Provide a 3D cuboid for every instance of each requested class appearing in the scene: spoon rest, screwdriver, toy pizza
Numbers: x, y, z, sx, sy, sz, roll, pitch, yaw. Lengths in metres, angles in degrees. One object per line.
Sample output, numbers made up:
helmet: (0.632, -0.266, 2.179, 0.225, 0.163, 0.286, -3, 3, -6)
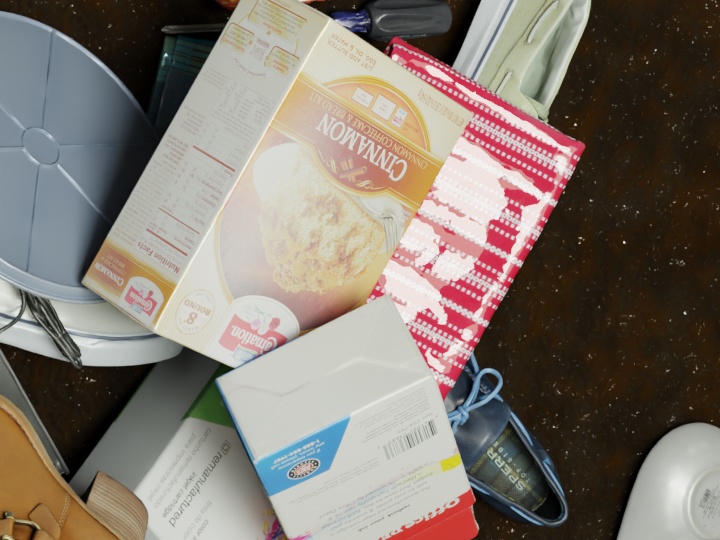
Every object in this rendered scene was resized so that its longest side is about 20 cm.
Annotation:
spoon rest: (0.218, 0.204, 1.675, 0.099, 0.061, 0.200, 37, 74, -29)
screwdriver: (-0.034, -0.159, 1.478, 0.199, 0.029, 0.028, -4, 107, -20)
toy pizza: (-0.196, -0.065, 1.363, 0.200, 0.201, 0.032, 28, 134, -28)

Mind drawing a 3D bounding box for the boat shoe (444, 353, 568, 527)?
boat shoe: (0.080, 0.101, 1.575, 0.200, 0.069, 0.084, 38, 87, -28)

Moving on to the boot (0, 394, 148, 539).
boot: (-0.220, 0.150, 1.309, 0.200, 0.155, 0.077, 34, 119, -9)

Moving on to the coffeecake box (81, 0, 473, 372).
coffeecake box: (-0.046, -0.043, 1.346, 0.153, 0.073, 0.200, 27, 93, -51)

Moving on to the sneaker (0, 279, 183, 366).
sneaker: (-0.194, 0.009, 1.420, 0.199, 0.073, 0.071, 11, 110, -25)

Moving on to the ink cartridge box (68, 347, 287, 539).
ink cartridge box: (-0.075, 0.160, 1.486, 0.200, 0.084, 0.145, 52, 55, -27)

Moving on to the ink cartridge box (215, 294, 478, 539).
ink cartridge box: (-0.003, 0.114, 1.389, 0.116, 0.067, 0.200, -26, 145, -5)

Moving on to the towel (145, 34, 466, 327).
towel: (-0.045, -0.055, 1.454, 0.199, 0.022, 0.147, 15, 95, -3)

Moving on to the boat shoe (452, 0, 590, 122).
boat shoe: (0.090, -0.105, 1.497, 0.072, 0.062, 0.201, 31, 76, -56)

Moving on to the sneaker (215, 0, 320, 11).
sneaker: (0.000, -0.207, 1.453, 0.199, 0.073, 0.078, -7, 98, -25)

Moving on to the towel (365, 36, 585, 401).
towel: (0.032, -0.025, 1.442, 0.144, 0.022, 0.201, 29, 92, -7)

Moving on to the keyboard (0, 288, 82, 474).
keyboard: (-0.232, 0.044, 1.380, 0.127, 0.021, 0.201, -28, 110, -4)
